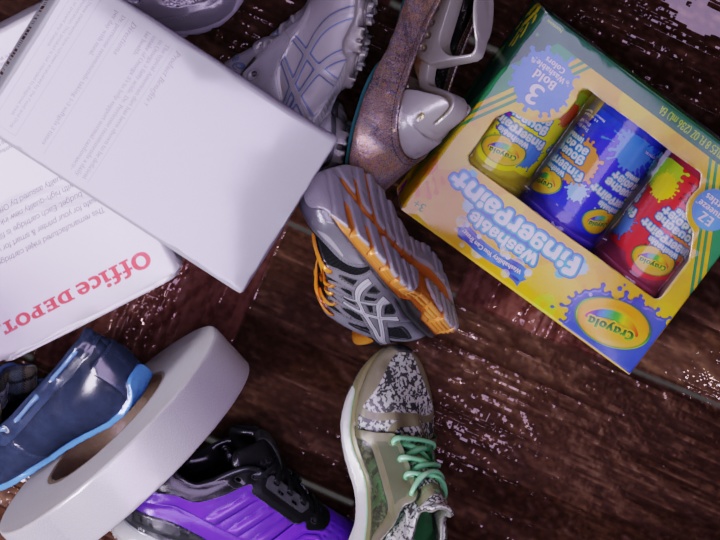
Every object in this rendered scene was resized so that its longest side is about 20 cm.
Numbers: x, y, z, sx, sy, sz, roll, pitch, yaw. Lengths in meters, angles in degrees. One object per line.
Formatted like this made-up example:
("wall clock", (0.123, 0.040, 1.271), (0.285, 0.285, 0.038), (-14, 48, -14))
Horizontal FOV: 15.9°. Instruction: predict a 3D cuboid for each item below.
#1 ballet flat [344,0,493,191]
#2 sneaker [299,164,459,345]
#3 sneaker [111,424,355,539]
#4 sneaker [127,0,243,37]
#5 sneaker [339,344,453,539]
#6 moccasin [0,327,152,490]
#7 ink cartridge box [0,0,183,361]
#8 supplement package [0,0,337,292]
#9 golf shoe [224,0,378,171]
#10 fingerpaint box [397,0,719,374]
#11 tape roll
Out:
("ballet flat", (0.047, -0.136, 1.718), (0.067, 0.068, 0.202), (18, 91, 33))
("sneaker", (0.000, 0.000, 1.727), (0.077, 0.079, 0.200), (-19, 145, 15))
("sneaker", (-0.066, 0.161, 1.790), (0.198, 0.070, 0.100), (11, 106, -16))
("sneaker", (-0.170, -0.212, 1.697), (0.198, 0.082, 0.075), (15, 65, -5))
("sneaker", (0.039, 0.150, 1.772), (0.076, 0.088, 0.202), (4, 81, -36))
("moccasin", (-0.223, 0.090, 1.758), (0.199, 0.081, 0.068), (-32, 108, 33))
("ink cartridge box", (-0.226, -0.061, 1.740), (0.145, 0.084, 0.201), (-26, 101, 4))
("supplement package", (-0.133, -0.091, 1.641), (0.199, 0.117, 0.117), (33, 89, -12))
("golf shoe", (-0.042, -0.144, 1.735), (0.096, 0.078, 0.202), (14, 101, 1))
("fingerpaint box", (0.152, -0.057, 1.759), (0.199, 0.073, 0.167), (36, 99, -9))
("tape roll", (-0.159, 0.118, 1.725), (0.203, 0.203, 0.037), (-41, 102, 7))
